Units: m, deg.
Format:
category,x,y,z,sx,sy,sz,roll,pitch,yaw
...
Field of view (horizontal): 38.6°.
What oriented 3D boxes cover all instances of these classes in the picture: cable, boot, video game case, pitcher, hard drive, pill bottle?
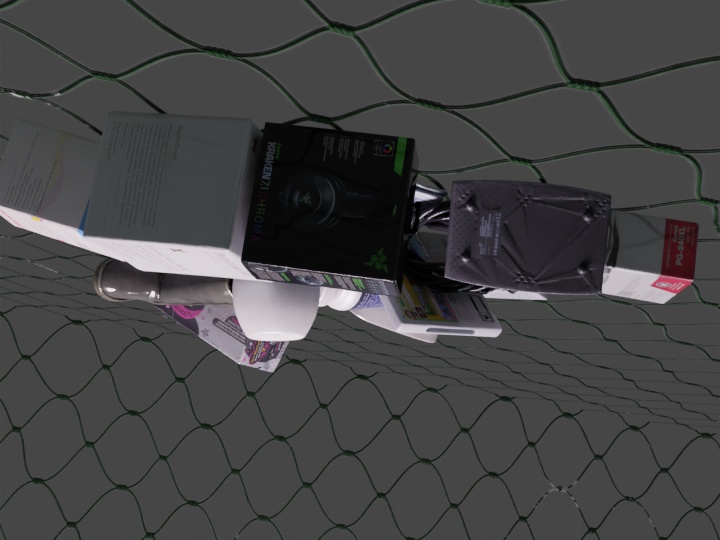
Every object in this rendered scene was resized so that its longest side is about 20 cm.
category,x,y,z,sx,sy,sz,roll,pitch,yaw
cable,0.134,-0.029,1.391,0.197,0.051,0.164,15,145,2
boot,-0.267,0.023,1.520,0.198,0.074,0.181,8,-179,35
video game case,0.091,0.014,1.478,0.180,0.201,0.022,6,132,-33
pitcher,-0.112,-0.004,1.432,0.119,0.203,0.172,-2,168,7
hard drive,0.209,-0.043,1.290,0.197,0.137,0.042,6,-173,13
pill bottle,0.000,0.000,1.552,0.198,0.118,0.115,-5,179,-38

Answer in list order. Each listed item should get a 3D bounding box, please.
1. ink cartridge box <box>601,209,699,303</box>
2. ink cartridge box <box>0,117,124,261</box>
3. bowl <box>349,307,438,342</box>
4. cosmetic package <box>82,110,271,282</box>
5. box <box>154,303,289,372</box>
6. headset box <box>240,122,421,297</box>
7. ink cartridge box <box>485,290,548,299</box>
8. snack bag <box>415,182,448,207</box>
category,x,y,z,sx,sy,sz,roll,pitch,yaw
ink cartridge box,0.334,-0.023,1.382,0.197,0.085,0.145,10,168,3
ink cartridge box,-0.405,-0.113,1.407,0.197,0.127,0.129,18,168,3
bowl,0.041,0.031,1.743,0.198,0.075,0.200,22,-165,-34
cosmetic package,-0.213,-0.091,1.299,0.197,0.169,0.167,5,167,16
box,-0.210,0.057,1.658,0.199,0.133,0.114,30,-178,29
headset box,-0.026,-0.070,1.227,0.197,0.177,0.093,8,168,8
ink cartridge box,0.218,0.020,1.774,0.197,0.041,0.199,2,166,33
snack bag,0.001,-0.105,1.417,0.186,0.022,0.200,14,167,-15
